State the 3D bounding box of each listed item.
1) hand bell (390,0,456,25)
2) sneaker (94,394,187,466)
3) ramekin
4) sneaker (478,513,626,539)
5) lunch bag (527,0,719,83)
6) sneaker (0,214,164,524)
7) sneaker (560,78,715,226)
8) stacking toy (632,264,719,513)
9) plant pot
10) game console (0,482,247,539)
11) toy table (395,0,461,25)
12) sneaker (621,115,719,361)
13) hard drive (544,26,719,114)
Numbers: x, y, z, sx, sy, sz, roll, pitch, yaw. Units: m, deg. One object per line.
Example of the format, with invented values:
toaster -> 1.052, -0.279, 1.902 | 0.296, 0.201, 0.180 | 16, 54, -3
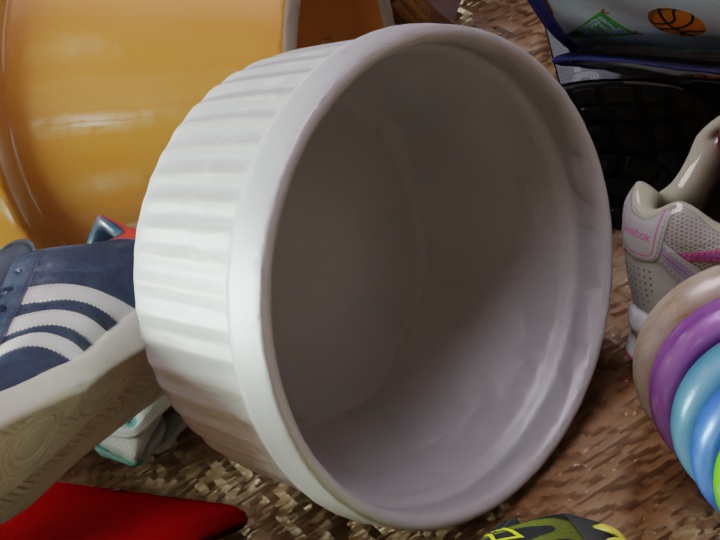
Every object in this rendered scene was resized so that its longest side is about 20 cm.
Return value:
hand bell -> 0.020, -0.136, 1.125 | 0.104, 0.200, 0.104 | -47, 6, 6
sneaker -> -0.125, 0.052, 1.010 | 0.199, 0.075, 0.089 | -15, 66, -1
ramekin -> 0.000, 0.000, 0.911 | 0.105, 0.201, 0.200 | 5, 38, 46
sneaker -> 0.072, 0.117, 0.760 | 0.085, 0.075, 0.200 | -38, 19, -25
lunch bag -> 0.162, -0.149, 1.001 | 0.170, 0.200, 0.124 | 7, 64, 29
sneaker -> -0.140, 0.036, 0.917 | 0.084, 0.075, 0.200 | 36, 34, 14
sneaker -> 0.070, -0.061, 1.082 | 0.199, 0.076, 0.088 | -15, 26, 8
stacking toy -> 0.156, 0.077, 0.797 | 0.085, 0.086, 0.200 | -17, 28, 4
plant pot -> -0.089, -0.092, 1.036 | 0.183, 0.201, 0.200 | -2, 35, 25
game console -> -0.172, 0.154, 0.931 | 0.199, 0.119, 0.173 | 3, 69, 32
toy table -> -0.003, -0.196, 1.252 | 0.117, 0.184, 0.200 | 10, 33, 13
sneaker -> 0.193, -0.034, 0.955 | 0.200, 0.088, 0.081 | -32, 34, -20
hard drive -> 0.196, -0.131, 1.157 | 0.199, 0.033, 0.140 | -16, 32, 7
